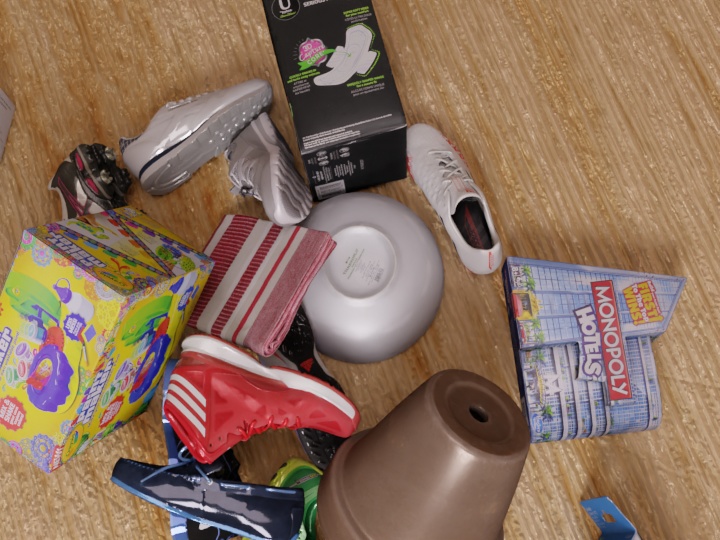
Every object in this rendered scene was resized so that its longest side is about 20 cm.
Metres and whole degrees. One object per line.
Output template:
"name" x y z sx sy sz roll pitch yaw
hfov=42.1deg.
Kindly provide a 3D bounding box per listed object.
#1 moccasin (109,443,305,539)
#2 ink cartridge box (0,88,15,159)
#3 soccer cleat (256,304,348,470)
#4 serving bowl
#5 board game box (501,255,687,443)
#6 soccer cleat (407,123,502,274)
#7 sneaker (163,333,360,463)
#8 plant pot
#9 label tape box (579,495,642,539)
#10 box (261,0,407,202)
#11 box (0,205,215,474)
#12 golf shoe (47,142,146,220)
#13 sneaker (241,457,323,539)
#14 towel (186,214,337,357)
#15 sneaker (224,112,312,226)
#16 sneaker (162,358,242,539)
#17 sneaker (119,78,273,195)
"moccasin" -0.151 0.219 0.946 0.196 0.080 0.069 19 78 -5
"ink cartridge box" -0.512 -0.130 1.103 0.141 0.085 0.204 9 74 4
"soccer cleat" -0.069 0.123 1.040 0.067 0.073 0.203 -23 92 -30
"serving bowl" 0.000 0.000 1.065 0.195 0.066 0.205 0 75 1
"board game box" 0.269 0.077 1.039 0.195 0.062 0.204 -7 74 0
"soccer cleat" 0.108 -0.091 1.077 0.068 0.085 0.203 -23 75 -5
"sneaker" -0.104 0.154 0.933 0.197 0.079 0.117 22 61 -3
"plant pot" 0.079 0.197 0.908 0.197 0.176 0.202 21 33 -14
"label tape box" 0.267 0.329 0.926 0.065 0.144 0.202 -31 76 -8
"box" -0.027 -0.209 1.079 0.122 0.149 0.204 -14 73 -1
"box" -0.273 0.060 0.951 0.121 0.192 0.202 31 108 10
"golf shoe" -0.293 -0.048 1.093 0.087 0.077 0.203 -31 78 20
"sneaker" -0.084 0.300 0.979 0.082 0.074 0.203 20 75 11
"towel" -0.124 0.010 1.027 0.198 0.023 0.146 13 67 47
"sneaker" -0.110 -0.101 1.065 0.081 0.075 0.201 -33 33 7
"sneaker" -0.170 0.194 1.017 0.076 0.070 0.205 -6 81 -3
"sneaker" -0.195 -0.178 1.119 0.198 0.077 0.081 -34 67 -9
